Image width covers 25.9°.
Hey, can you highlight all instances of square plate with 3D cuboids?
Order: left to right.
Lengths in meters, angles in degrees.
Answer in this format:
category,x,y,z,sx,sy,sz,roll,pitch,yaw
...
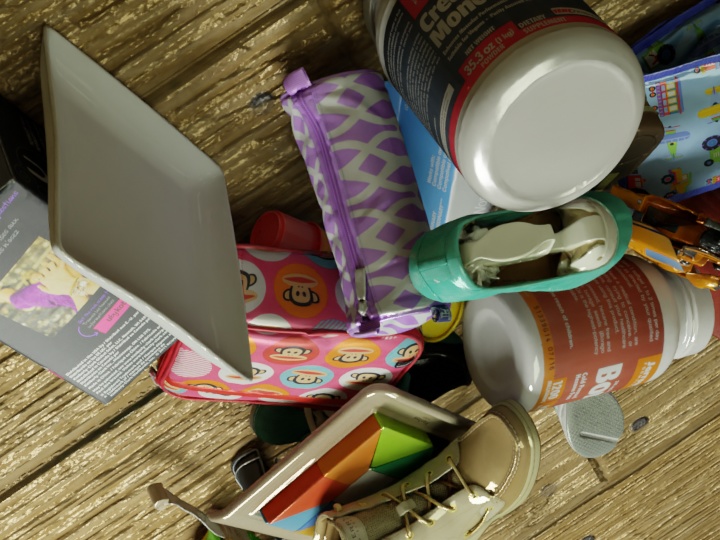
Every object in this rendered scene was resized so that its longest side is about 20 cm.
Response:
category,x,y,z,sx,sy,sz,roll,pitch,yaw
square plate,-0.149,-0.040,1.059,0.028,0.201,0.198,-28,139,20

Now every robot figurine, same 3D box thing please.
category,x,y,z,sx,sy,sz,roll,pitch,yaw
robot figurine,0.271,-0.014,1.250,0.059,0.199,0.145,-67,159,3

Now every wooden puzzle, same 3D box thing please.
category,x,y,z,sx,sy,sz,roll,pitch,yaw
wooden puzzle,-0.003,0.174,1.307,0.199,0.037,0.185,-37,149,17

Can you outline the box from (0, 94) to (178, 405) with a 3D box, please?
category,x,y,z,sx,sy,sz,roll,pitch,yaw
box,-0.219,-0.015,1.086,0.106,0.123,0.200,-40,135,9

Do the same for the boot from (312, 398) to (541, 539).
category,x,y,z,sx,sy,sz,roll,pitch,yaw
boot,0.049,0.188,1.273,0.154,0.073,0.200,-13,151,-35

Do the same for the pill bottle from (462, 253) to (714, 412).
category,x,y,z,sx,sy,sz,roll,pitch,yaw
pill bottle,0.195,0.048,1.320,0.198,0.112,0.113,-11,132,-25

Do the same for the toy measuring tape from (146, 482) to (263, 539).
category,x,y,z,sx,sy,sz,roll,pitch,yaw
toy measuring tape,-0.140,0.252,1.402,0.073,0.074,0.200,-41,135,9

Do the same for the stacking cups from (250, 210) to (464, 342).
category,x,y,z,sx,sy,sz,roll,pitch,yaw
stacking cups,0.000,0.000,1.273,0.199,0.061,0.061,26,112,-40

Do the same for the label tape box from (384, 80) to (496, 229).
category,x,y,z,sx,sy,sz,roll,pitch,yaw
label tape box,0.091,-0.086,1.246,0.198,0.066,0.144,-11,132,-24

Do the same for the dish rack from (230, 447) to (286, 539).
category,x,y,z,sx,sy,sz,roll,pitch,yaw
dish rack,0.000,0.191,1.419,0.198,0.055,0.154,-25,137,4

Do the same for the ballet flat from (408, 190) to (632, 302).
category,x,y,z,sx,sy,sz,roll,pitch,yaw
ballet flat,0.129,-0.017,1.099,0.198,0.070,0.068,-13,89,-29

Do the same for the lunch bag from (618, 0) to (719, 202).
category,x,y,z,sx,sy,sz,roll,pitch,yaw
lunch bag,0.284,-0.136,1.292,0.198,0.094,0.151,-26,138,-6

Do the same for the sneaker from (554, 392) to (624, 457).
category,x,y,z,sx,sy,sz,roll,pitch,yaw
sneaker,0.189,0.071,1.438,0.070,0.080,0.202,-15,114,-7

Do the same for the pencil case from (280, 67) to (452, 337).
category,x,y,z,sx,sy,sz,roll,pitch,yaw
pencil case,0.001,-0.046,1.136,0.085,0.202,0.084,-7,166,-45

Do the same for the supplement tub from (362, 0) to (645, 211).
category,x,y,z,sx,sy,sz,roll,pitch,yaw
supplement tub,0.095,-0.149,1.095,0.139,0.201,0.141,-16,133,-17

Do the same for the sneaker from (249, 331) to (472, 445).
category,x,y,z,sx,sy,sz,roll,pitch,yaw
sneaker,0.003,0.103,1.340,0.199,0.080,0.072,-25,127,-11

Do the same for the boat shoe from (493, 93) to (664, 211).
category,x,y,z,sx,sy,sz,roll,pitch,yaw
boat shoe,0.152,-0.080,1.192,0.071,0.077,0.200,-4,151,-39

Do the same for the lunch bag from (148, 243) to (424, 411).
category,x,y,z,sx,sy,sz,roll,pitch,yaw
lunch bag,-0.062,0.053,1.232,0.198,0.083,0.176,6,152,-17

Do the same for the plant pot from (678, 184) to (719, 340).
category,x,y,z,sx,sy,sz,roll,pitch,yaw
plant pot,0.399,-0.022,1.396,0.198,0.177,0.201,-25,135,-8
